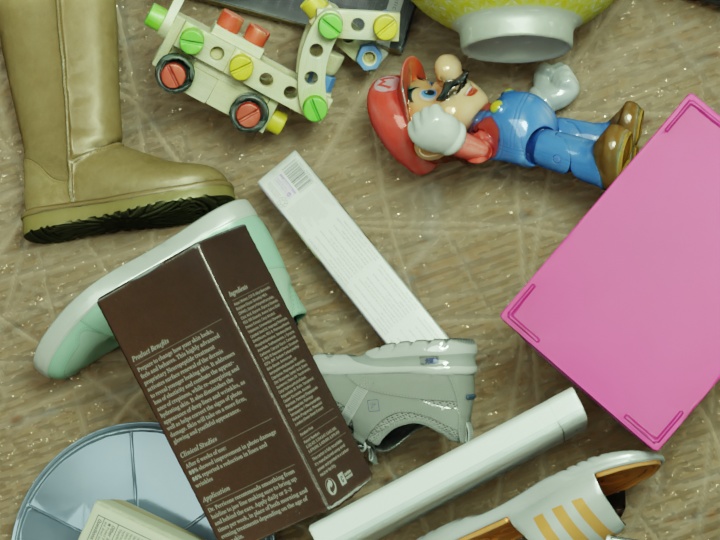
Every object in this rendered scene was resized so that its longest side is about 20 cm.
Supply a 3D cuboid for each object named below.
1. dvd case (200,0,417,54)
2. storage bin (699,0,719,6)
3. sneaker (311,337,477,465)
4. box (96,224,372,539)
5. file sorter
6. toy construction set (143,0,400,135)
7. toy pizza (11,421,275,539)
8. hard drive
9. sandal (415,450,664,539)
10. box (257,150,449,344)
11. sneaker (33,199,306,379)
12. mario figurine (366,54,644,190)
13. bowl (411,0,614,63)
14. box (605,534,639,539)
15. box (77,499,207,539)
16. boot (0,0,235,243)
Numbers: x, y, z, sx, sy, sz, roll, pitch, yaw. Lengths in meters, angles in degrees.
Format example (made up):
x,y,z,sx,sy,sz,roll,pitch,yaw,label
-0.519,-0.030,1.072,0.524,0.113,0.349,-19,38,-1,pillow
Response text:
x,y,z,sx,sy,sz,roll,pitch,yaw,label
-0.040,-0.261,1.490,0.199,0.016,0.150,16,81,11,dvd case
0.290,-0.278,1.395,0.134,0.146,0.201,13,82,20,storage bin
-0.009,0.098,1.369,0.199,0.075,0.083,-11,82,31,sneaker
-0.087,0.082,1.333,0.100,0.075,0.201,-26,91,30,box
0.217,0.009,1.352,0.139,0.125,0.200,41,88,11,file sorter
-0.080,-0.177,1.426,0.199,0.092,0.132,31,103,4,toy construction set
-0.158,0.211,1.412,0.199,0.032,0.202,-1,84,7,toy pizza
0.064,0.143,1.344,0.199,0.132,0.027,-28,80,2,hard drive
0.127,0.185,1.346,0.206,0.079,0.060,-28,67,21,sandal
0.000,0.000,1.426,0.041,0.039,0.200,-40,77,1,box
-0.137,0.049,1.418,0.200,0.074,0.119,-34,78,1,sneaker
0.101,-0.118,1.392,0.199,0.123,0.107,10,80,13,mario figurine
0.110,-0.208,1.368,0.199,0.200,0.108,-2,81,7,bowl
0.185,0.239,1.278,0.060,0.200,0.117,8,83,10,box
-0.106,0.241,1.346,0.199,0.078,0.095,25,87,9,box
-0.189,-0.132,1.462,0.174,0.066,0.201,-7,78,6,boot
